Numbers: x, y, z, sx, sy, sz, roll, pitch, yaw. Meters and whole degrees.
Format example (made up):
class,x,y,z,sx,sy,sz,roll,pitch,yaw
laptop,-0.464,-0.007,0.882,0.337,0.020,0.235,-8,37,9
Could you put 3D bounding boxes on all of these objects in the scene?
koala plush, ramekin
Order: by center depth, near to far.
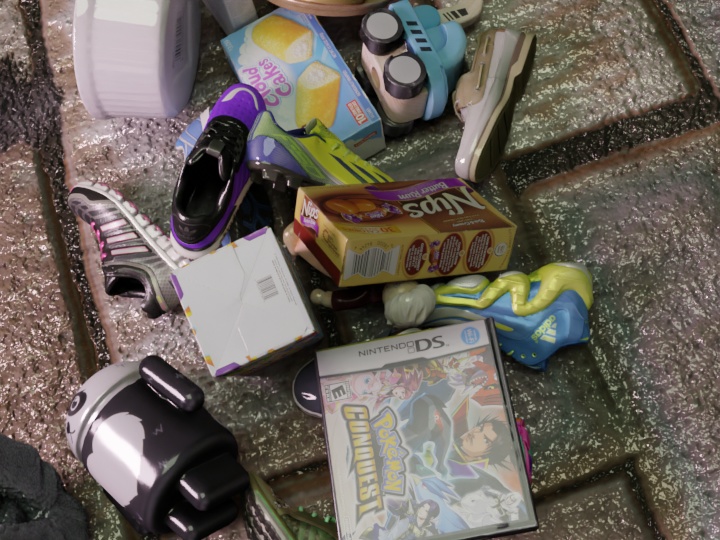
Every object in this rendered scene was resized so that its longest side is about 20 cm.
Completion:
class,x,y,z,sx,sy,sz,roll,pitch,yaw
koala plush,-0.393,0.276,0.956,0.198,0.183,0.179,-29,56,18
ramekin,-0.248,-0.270,1.115,0.096,0.201,0.203,7,69,2

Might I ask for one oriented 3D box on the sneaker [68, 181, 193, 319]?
class,x,y,z,sx,sy,sz,roll,pitch,yaw
sneaker,-0.266,-0.020,1.080,0.199,0.074,0.088,38,72,14

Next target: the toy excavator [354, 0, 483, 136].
class,x,y,z,sx,sy,sz,roll,pitch,yaw
toy excavator,0.087,-0.275,1.132,0.198,0.100,0.196,-18,67,-14

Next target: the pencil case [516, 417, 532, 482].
class,x,y,z,sx,sy,sz,roll,pitch,yaw
pencil case,0.069,0.182,0.948,0.197,0.089,0.090,0,69,5

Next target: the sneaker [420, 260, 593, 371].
class,x,y,z,sx,sy,sz,roll,pitch,yaw
sneaker,0.143,0.056,0.995,0.197,0.076,0.107,-12,79,15

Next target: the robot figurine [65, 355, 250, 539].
class,x,y,z,sx,sy,sz,roll,pitch,yaw
robot figurine,-0.204,0.177,0.963,0.199,0.125,0.151,36,79,25

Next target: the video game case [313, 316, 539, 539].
class,x,y,z,sx,sy,sz,roll,pitch,yaw
video game case,0.056,0.154,0.905,0.178,0.026,0.203,-11,65,2

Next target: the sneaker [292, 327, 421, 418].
class,x,y,z,sx,sy,sz,roll,pitch,yaw
sneaker,0.021,0.101,0.993,0.197,0.080,0.080,-10,68,6

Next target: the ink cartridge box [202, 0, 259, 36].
class,x,y,z,sx,sy,sz,roll,pitch,yaw
ink cartridge box,-0.191,-0.380,1.143,0.040,0.200,0.201,-33,69,-6

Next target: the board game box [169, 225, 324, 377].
class,x,y,z,sx,sy,sz,roll,pitch,yaw
board game box,-0.105,0.038,0.957,0.102,0.200,0.106,-24,84,-2

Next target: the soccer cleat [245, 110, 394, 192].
class,x,y,z,sx,sy,sz,roll,pitch,yaw
soccer cleat,-0.031,-0.116,1.034,0.064,0.198,0.085,1,81,53

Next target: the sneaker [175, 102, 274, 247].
class,x,y,z,sx,sy,sz,roll,pitch,yaw
sneaker,-0.155,-0.086,1.103,0.076,0.075,0.202,-26,67,25

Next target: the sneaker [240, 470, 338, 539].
class,x,y,z,sx,sy,sz,roll,pitch,yaw
sneaker,-0.042,0.269,0.954,0.088,0.077,0.200,-27,62,-37

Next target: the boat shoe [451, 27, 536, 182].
class,x,y,z,sx,sy,sz,roll,pitch,yaw
boat shoe,0.138,-0.187,1.096,0.068,0.075,0.202,16,63,17

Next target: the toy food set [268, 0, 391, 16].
class,x,y,z,sx,sy,sz,roll,pitch,yaw
toy food set,-0.046,-0.355,1.148,0.197,0.049,0.199,32,44,30

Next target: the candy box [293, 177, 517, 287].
class,x,y,z,sx,sy,sz,roll,pitch,yaw
candy box,0.045,-0.042,0.985,0.197,0.057,0.117,-7,33,-27

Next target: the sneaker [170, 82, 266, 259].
class,x,y,z,sx,sy,sz,roll,pitch,yaw
sneaker,-0.143,-0.116,1.008,0.069,0.100,0.203,16,71,1

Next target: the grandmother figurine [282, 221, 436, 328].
class,x,y,z,sx,sy,sz,roll,pitch,yaw
grandmother figurine,0.000,0.000,1.008,0.121,0.061,0.199,-42,48,-17

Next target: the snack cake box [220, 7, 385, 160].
class,x,y,z,sx,sy,sz,roll,pitch,yaw
snack cake box,-0.067,-0.205,1.129,0.114,0.067,0.201,-29,67,-5
